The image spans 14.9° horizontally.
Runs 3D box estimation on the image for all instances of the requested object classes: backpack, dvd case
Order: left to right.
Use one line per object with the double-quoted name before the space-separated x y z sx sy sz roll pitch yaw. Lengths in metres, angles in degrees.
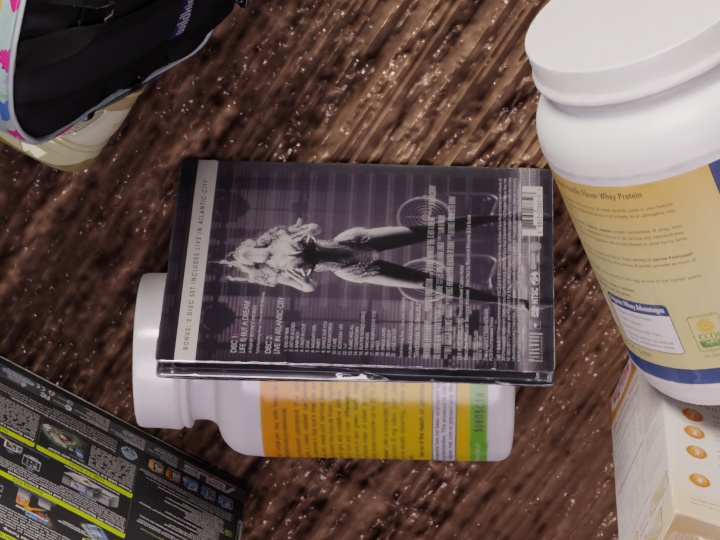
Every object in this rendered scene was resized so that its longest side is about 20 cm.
"backpack" -0.147 -0.160 1.297 0.150 0.200 0.178 23 122 12
"dvd case" 0.000 0.000 1.412 0.199 0.149 0.016 2 135 2

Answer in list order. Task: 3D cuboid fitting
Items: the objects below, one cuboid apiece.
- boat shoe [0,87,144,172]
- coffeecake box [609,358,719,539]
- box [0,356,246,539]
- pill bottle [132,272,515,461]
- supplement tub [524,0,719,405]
"boat shoe" -0.207 -0.121 1.393 0.200 0.073 0.063 29 121 -18
"coffeecake box" 0.216 0.118 1.439 0.153 0.200 0.073 18 120 -7
"box" -0.161 0.132 1.489 0.199 0.160 0.044 29 119 -14
"pill bottle" -0.018 0.044 1.458 0.199 0.111 0.112 1 120 2
"supplement tub" 0.173 -0.050 1.375 0.144 0.145 0.201 -19 118 13
